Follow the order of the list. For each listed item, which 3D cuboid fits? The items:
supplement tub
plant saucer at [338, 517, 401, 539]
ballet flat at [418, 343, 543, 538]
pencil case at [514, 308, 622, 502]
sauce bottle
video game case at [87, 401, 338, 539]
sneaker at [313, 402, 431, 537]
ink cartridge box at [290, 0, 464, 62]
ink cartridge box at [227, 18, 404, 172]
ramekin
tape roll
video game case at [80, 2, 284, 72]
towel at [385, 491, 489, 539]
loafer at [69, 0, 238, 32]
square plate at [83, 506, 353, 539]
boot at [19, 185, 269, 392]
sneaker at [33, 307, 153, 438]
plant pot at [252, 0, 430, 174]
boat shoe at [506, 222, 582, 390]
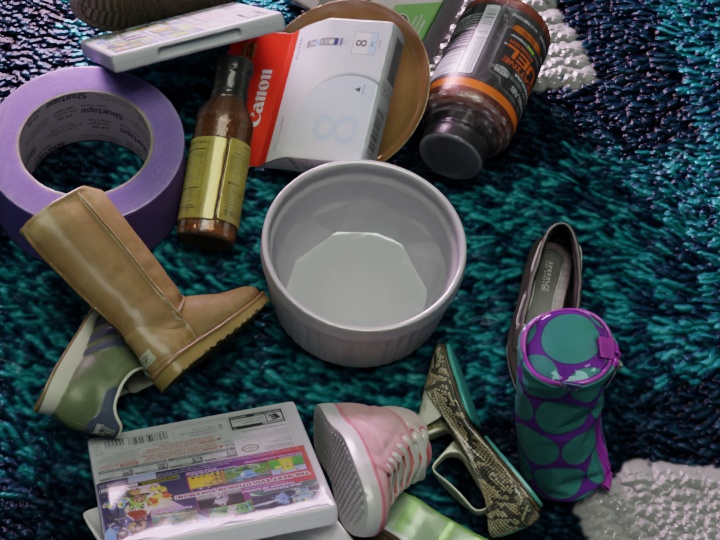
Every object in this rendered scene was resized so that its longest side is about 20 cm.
[{"bbox_3d":[0.128,-0.193,1.676,0.107,0.107,0.200,19,58,8],"label":"supplement tub"},{"bbox_3d":[-0.034,0.295,1.361,0.200,0.029,0.200,-5,48,6],"label":"plant saucer"},{"bbox_3d":[0.095,0.163,1.473,0.075,0.068,0.200,-31,64,3],"label":"ballet flat"},{"bbox_3d":[0.187,0.126,1.418,0.092,0.200,0.085,10,52,14],"label":"pencil case"},{"bbox_3d":[-0.142,-0.122,1.602,0.066,0.066,0.200,10,73,1],"label":"sauce bottle"},{"bbox_3d":[-0.137,0.188,1.405,0.200,0.023,0.182,-9,28,-11],"label":"video game case"},{"bbox_3d":[0.024,0.173,1.409,0.105,0.075,0.200,3,18,-13],"label":"sneaker"},{"bbox_3d":[0.013,-0.331,1.730,0.200,0.084,0.146,30,98,14],"label":"ink cartridge box"},{"bbox_3d":[-0.067,-0.185,1.632,0.200,0.047,0.160,7,74,20],"label":"ink cartridge box"},{"bbox_3d":[0.000,0.000,1.540,0.200,0.105,0.200,3,57,-4],"label":"ramekin"},{"bbox_3d":[-0.278,-0.106,1.597,0.200,0.085,0.200,2,57,-3],"label":"tape roll"},{"bbox_3d":[-0.192,-0.249,1.659,0.182,0.022,0.200,-17,18,-15],"label":"video game case"},{"bbox_3d":[0.036,0.299,1.394,0.149,0.031,0.200,28,59,12],"label":"towel"},{"bbox_3d":[-0.231,-0.319,1.749,0.200,0.076,0.068,-10,57,-22],"label":"loafer"},{"bbox_3d":[-0.117,0.242,1.358,0.198,0.028,0.200,-15,31,-22],"label":"square plate"},{"bbox_3d":[-0.198,-0.003,1.489,0.200,0.066,0.175,49,38,3],"label":"boot"},{"bbox_3d":[-0.231,0.079,1.496,0.090,0.067,0.200,29,48,-5],"label":"sneaker"},{"bbox_3d":[-0.018,-0.190,1.664,0.200,0.027,0.200,-5,74,19],"label":"plant pot"},{"bbox_3d":[0.185,0.041,1.558,0.067,0.057,0.200,10,57,1],"label":"boat shoe"}]
